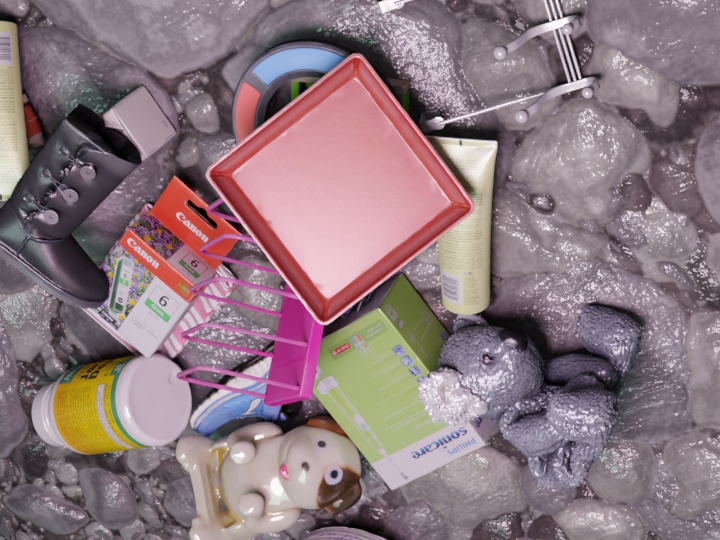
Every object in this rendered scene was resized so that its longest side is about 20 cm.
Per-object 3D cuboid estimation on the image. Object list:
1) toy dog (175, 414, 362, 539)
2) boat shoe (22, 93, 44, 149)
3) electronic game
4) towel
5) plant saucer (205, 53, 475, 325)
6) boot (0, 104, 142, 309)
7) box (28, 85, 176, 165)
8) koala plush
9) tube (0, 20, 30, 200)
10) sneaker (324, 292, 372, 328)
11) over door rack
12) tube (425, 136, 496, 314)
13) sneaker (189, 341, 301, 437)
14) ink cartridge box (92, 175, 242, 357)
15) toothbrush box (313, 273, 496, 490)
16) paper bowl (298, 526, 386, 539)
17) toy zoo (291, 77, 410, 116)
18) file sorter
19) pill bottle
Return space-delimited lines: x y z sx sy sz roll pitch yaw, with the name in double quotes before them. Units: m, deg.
"toy dog" -0.087 0.245 1.744 0.200 0.193 0.140 -22 64 40
"boat shoe" -0.461 -0.148 1.761 0.199 0.071 0.063 -17 106 23
"electronic game" -0.044 -0.147 1.575 0.199 0.042 0.201 10 121 17
"towel" -0.249 0.027 1.794 0.146 0.030 0.200 41 125 -2
"plant saucer" -0.020 -0.082 1.515 0.200 0.037 0.200 -38 93 3
"boot" -0.303 -0.066 1.654 0.164 0.066 0.200 31 116 -23
"box" -0.311 -0.127 1.703 0.200 0.082 0.069 -28 103 31
"koala plush" 0.169 0.125 1.592 0.199 0.178 0.184 22 134 6
"tube" -0.408 -0.177 1.681 0.058 0.052 0.201 -5 88 41
"sneaker" 0.000 0.000 1.620 0.070 0.078 0.200 20 143 -24
"over door rack" 0.120 -0.218 1.477 0.199 0.067 0.148 -10 113 27
"tube" 0.109 -0.050 1.569 0.052 0.058 0.201 -133 30 -51
"sneaker" -0.124 0.156 1.784 0.200 0.079 0.089 -34 99 33
"ink cartridge box" -0.230 -0.002 1.723 0.109 0.050 0.200 41 127 1
"toothbrush box" 0.041 0.128 1.694 0.145 0.086 0.200 -32 102 33
"paper bowl" -0.008 0.406 1.860 0.200 0.104 0.202 11 122 18
"toy zoo" -0.010 -0.116 1.617 0.131 0.020 0.201 10 121 18
"file sorter" -0.112 0.030 1.590 0.125 0.201 0.139 14 167 -18
"pill bottle" -0.311 0.167 1.841 0.199 0.113 0.113 -12 113 41
